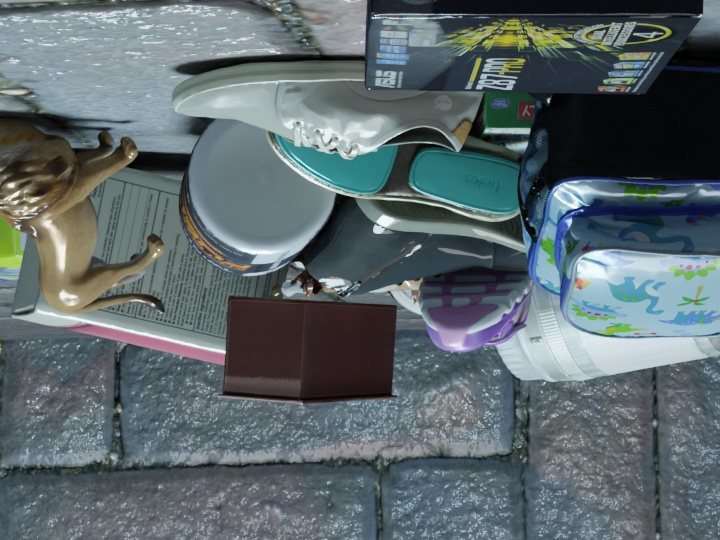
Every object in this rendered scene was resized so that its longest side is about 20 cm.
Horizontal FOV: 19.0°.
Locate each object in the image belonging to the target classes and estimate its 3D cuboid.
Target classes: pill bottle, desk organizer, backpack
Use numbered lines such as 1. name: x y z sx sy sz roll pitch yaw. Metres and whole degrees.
1. pill bottle: -0.077 -0.053 1.553 0.105 0.107 0.200 0 174 -7
2. desk organizer: -0.037 0.062 1.688 0.071 0.078 0.200 3 179 22
3. backpack: 0.189 -0.036 1.377 0.181 0.148 0.200 0 161 -2

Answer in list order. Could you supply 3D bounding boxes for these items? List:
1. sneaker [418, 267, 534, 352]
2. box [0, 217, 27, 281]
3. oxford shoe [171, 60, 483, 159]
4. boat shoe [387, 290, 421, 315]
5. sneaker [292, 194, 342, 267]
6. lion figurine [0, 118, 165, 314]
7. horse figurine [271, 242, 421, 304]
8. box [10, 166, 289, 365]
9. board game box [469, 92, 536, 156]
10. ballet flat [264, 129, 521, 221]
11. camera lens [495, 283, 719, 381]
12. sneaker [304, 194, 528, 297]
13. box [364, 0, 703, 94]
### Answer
1. sneaker: 0.095 0.023 1.623 0.080 0.089 0.200 5 -156 13
2. box: -0.356 -0.021 2.119 0.199 0.048 0.121 -7 171 42
3. oxford shoe: -0.021 -0.100 1.350 0.198 0.058 0.075 1 177 2
4. boat shoe: 0.072 -0.009 1.840 0.065 0.075 0.201 -45 157 22
5. sneaker: -0.001 -0.049 1.842 0.114 0.076 0.200 -8 -178 8
6. lion figurine: -0.214 -0.028 1.560 0.122 0.201 0.072 -31 -149 -25
7. horse figurine: 0.000 0.000 1.664 0.199 0.050 0.132 0 174 -38
8. box: -0.166 -0.005 1.727 0.198 0.129 0.109 14 172 -19
9. board game box: 0.143 -0.098 1.529 0.133 0.029 0.200 0 174 -3
10. ballet flat: 0.021 -0.080 1.453 0.198 0.070 0.069 19 167 -21
11. camera lens: 0.215 0.003 1.776 0.198 0.162 0.160 -12 170 24
12. sneaker: 0.061 -0.026 1.551 0.198 0.075 0.106 10 144 -28
13. box: 0.082 -0.130 1.102 0.159 0.050 0.200 2 174 -1
